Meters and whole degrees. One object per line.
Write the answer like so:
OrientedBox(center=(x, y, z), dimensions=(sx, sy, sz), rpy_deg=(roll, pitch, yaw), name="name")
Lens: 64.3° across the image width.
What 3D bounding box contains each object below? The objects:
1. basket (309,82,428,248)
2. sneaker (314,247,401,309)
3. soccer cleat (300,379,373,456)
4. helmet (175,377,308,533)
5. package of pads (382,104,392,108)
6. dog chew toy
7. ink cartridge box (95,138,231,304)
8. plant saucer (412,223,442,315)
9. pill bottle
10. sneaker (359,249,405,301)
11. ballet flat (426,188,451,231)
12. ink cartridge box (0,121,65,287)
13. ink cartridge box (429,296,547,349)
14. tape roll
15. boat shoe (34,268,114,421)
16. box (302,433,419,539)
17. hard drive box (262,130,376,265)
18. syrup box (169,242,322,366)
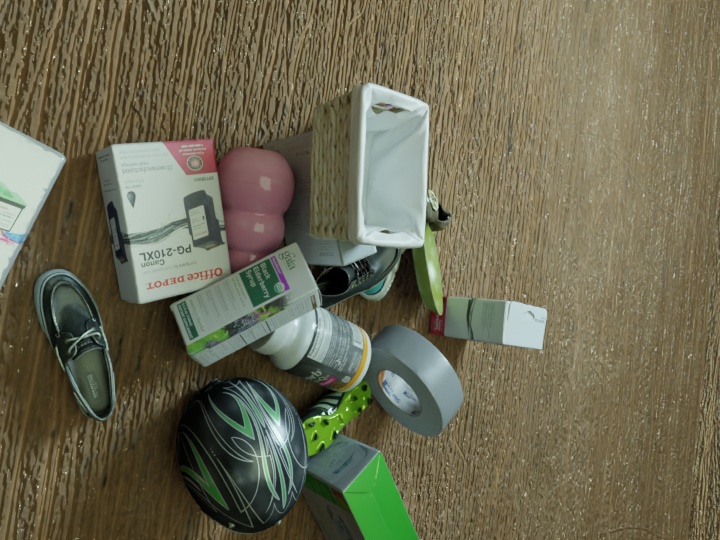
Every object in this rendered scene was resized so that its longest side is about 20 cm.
OrientedBox(center=(0.009, -0.137, 0.805), dimensions=(0.133, 0.121, 0.208), rpy_deg=(2, 91, -41), name="basket")
OrientedBox(center=(0.000, 0.000, 0.975), dimensions=(0.197, 0.106, 0.076), rpy_deg=(-35, 89, -15), name="sneaker")
OrientedBox(center=(-0.062, 0.252, 0.984), dimensions=(0.197, 0.080, 0.070), rpy_deg=(-30, 108, -38), name="soccer cleat")
OrientedBox(center=(-0.166, 0.260, 0.826), dimensions=(0.195, 0.188, 0.208), rpy_deg=(-1, 92, -40), name="helmet")
OrientedBox(center=(0.034, -0.235, 1.054), dimensions=(0.197, 0.074, 0.125), rpy_deg=(-24, 104, -37), name="package of pads")
OrientedBox(center=(-0.164, -0.078, 0.867), dimensions=(0.122, 0.123, 0.208), rpy_deg=(1, 99, -40), name="dog chew toy")
OrientedBox(center=(-0.268, -0.070, 0.794), dimensions=(0.142, 0.083, 0.208), rpy_deg=(-14, 102, -39), name="ink cartridge box")
OrientedBox(center=(0.128, -0.014, 1.116), dimensions=(0.200, 0.030, 0.208), rpy_deg=(-9, 91, -76), name="plant saucer")
OrientedBox(center=(-0.083, 0.117, 0.942), dimensions=(0.197, 0.115, 0.120), rpy_deg=(30, 73, -36), name="pill bottle")
OrientedBox(center=(0.040, -0.046, 1.071), dimensions=(0.078, 0.077, 0.206), rpy_deg=(27, 71, -23), name="sneaker")
OrientedBox(center=(0.140, -0.113, 1.066), dimensions=(0.200, 0.045, 0.070), rpy_deg=(33, 49, -72), name="ballet flat")
OrientedBox(center=(-0.418, -0.050, 0.626), dimensions=(0.083, 0.143, 0.206), rpy_deg=(30, 73, -36), name="ink cartridge box")
OrientedBox(center=(0.261, 0.106, 1.181), dimensions=(0.142, 0.197, 0.087), rpy_deg=(11, 85, -39), name="ink cartridge box")
OrientedBox(center=(0.088, 0.200, 1.037), dimensions=(0.066, 0.197, 0.204), rpy_deg=(-40, 116, -30), name="tape roll")
OrientedBox(center=(-0.354, 0.096, 0.736), dimensions=(0.071, 0.070, 0.206), rpy_deg=(-26, 108, -36), name="boat shoe")
OrientedBox(center=(-0.013, 0.389, 0.973), dimensions=(0.096, 0.174, 0.205), rpy_deg=(-36, 114, -33), name="box")
OrientedBox(center=(-0.067, -0.117, 0.920), dimensions=(0.075, 0.153, 0.207), rpy_deg=(-21, 106, -38), name="hard drive box")
OrientedBox(center=(-0.157, 0.049, 0.815), dimensions=(0.195, 0.082, 0.080), rpy_deg=(-27, 71, -9), name="syrup box")
